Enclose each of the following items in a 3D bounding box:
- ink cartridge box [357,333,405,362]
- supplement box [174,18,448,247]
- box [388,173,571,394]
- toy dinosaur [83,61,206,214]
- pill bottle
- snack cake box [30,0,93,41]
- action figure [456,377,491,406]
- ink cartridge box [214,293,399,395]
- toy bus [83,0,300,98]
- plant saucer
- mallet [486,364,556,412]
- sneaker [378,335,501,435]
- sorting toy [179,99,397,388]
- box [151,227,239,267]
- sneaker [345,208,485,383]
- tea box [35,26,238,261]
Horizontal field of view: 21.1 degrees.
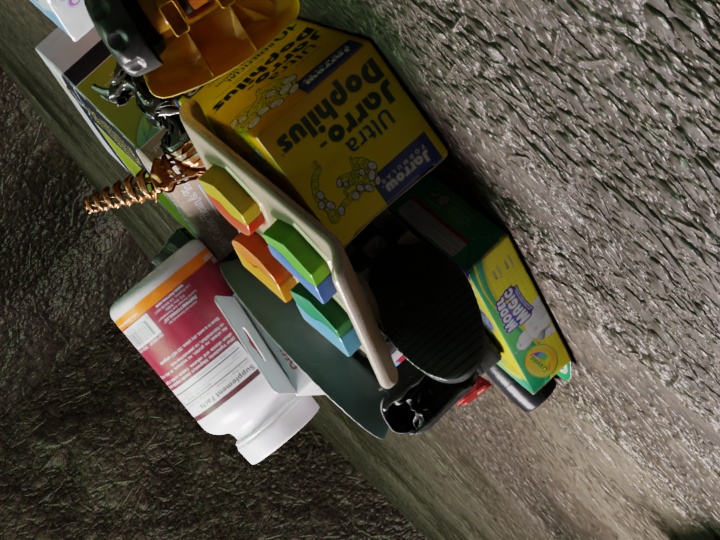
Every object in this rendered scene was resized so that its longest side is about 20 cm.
[{"bbox_3d":[0.000,0.000,1.673,0.145,0.083,0.200,47,-176,9],"label":"ink cartridge box"},{"bbox_3d":[-0.041,-0.108,1.433,0.110,0.109,0.200,52,170,-24],"label":"supplement box"},{"bbox_3d":[0.096,0.016,1.518,0.117,0.048,0.200,41,171,41],"label":"box"},{"bbox_3d":[-0.139,-0.121,1.545,0.136,0.200,0.102,50,155,2],"label":"toy dinosaur"},{"bbox_3d":[-0.133,0.079,1.819,0.200,0.113,0.113,51,171,-4],"label":"pill bottle"},{"bbox_3d":[-0.272,-0.301,1.716,0.200,0.115,0.067,41,168,40],"label":"snack cake box"},{"bbox_3d":[0.045,0.043,1.842,0.200,0.052,0.065,54,-168,10],"label":"action figure"},{"bbox_3d":[-0.042,0.052,1.801,0.116,0.067,0.200,56,-162,15],"label":"ink cartridge box"},{"bbox_3d":[-0.150,-0.253,1.346,0.200,0.136,0.192,57,-176,-36],"label":"toy bus"},{"bbox_3d":[-0.036,0.056,1.606,0.200,0.036,0.200,47,-177,-3],"label":"plant saucer"},{"bbox_3d":[0.132,0.091,1.731,0.066,0.041,0.200,46,176,1],"label":"mallet"},{"bbox_3d":[0.052,0.085,1.540,0.060,0.104,0.200,49,172,-5],"label":"sneaker"},{"bbox_3d":[-0.056,-0.014,1.409,0.200,0.036,0.185,45,169,31],"label":"sorting toy"},{"bbox_3d":[-0.123,0.021,1.967,0.161,0.049,0.200,38,-175,2],"label":"box"},{"bbox_3d":[0.039,0.018,1.449,0.200,0.074,0.089,54,177,37],"label":"sneaker"},{"bbox_3d":[-0.173,-0.149,1.837,0.197,0.134,0.200,45,172,29],"label":"tea box"}]
